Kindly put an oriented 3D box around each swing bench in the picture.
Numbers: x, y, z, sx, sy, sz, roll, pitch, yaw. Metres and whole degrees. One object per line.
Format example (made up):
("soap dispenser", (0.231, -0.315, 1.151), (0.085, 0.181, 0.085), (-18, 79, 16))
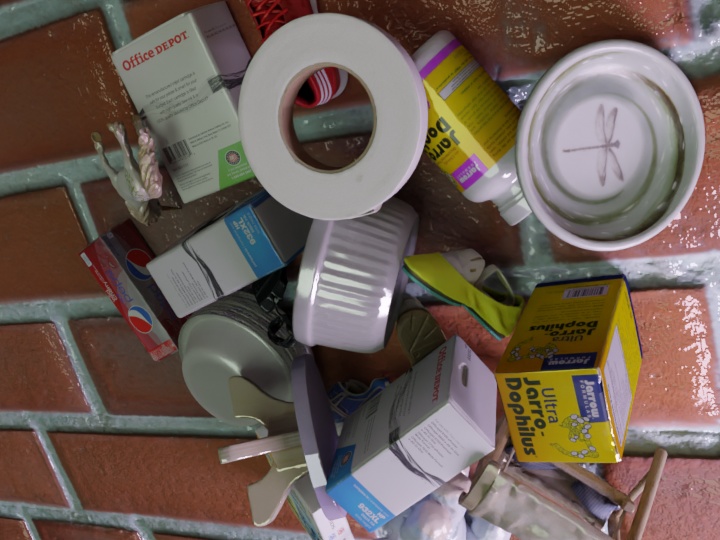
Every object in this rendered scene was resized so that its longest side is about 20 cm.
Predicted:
("swing bench", (0.234, 0.262, 0.948), (0.197, 0.200, 0.131), (31, 126, 9))

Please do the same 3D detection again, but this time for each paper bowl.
("paper bowl", (-0.170, 0.136, 1.133), (0.197, 0.105, 0.204), (17, 131, 21))

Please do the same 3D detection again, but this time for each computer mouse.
("computer mouse", (-0.102, 0.045, 1.034), (0.034, 0.201, 0.059), (34, 103, -28))

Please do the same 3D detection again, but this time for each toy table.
("toy table", (-0.096, 0.218, 1.011), (0.115, 0.184, 0.204), (-14, 68, 8))

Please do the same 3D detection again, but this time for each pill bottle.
("pill bottle", (0.120, -0.146, 0.852), (0.200, 0.104, 0.104), (47, 126, -2))

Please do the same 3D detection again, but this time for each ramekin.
("ramekin", (0.000, 0.000, 0.938), (0.103, 0.201, 0.203), (15, 122, 9))

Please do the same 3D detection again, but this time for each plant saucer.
("plant saucer", (0.242, -0.123, 0.802), (0.196, 0.050, 0.205), (-2, 100, -9))

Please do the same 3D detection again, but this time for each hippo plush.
("hippo plush", (0.127, 0.348, 1.065), (0.160, 0.159, 0.202), (35, 84, -8))

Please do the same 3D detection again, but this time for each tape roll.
("tape roll", (-0.029, -0.154, 0.816), (0.198, 0.037, 0.207), (4, 104, 16))

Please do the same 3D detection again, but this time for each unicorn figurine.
("unicorn figurine", (-0.285, -0.121, 1.023), (0.073, 0.200, 0.140), (-23, 104, -10))

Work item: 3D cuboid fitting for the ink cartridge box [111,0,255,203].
("ink cartridge box", (-0.194, -0.206, 0.995), (0.143, 0.084, 0.203), (-14, 109, 32))

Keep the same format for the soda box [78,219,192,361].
("soda box", (-0.324, 0.031, 1.195), (0.063, 0.070, 0.202), (-26, 101, 34))

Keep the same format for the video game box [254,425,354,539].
("video game box", (-0.070, 0.334, 1.152), (0.200, 0.046, 0.185), (38, 150, 52))

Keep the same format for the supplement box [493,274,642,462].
("supplement box", (0.230, 0.101, 0.866), (0.108, 0.200, 0.111), (-8, 112, 29))

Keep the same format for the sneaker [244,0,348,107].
("sneaker", (-0.087, -0.271, 0.880), (0.078, 0.116, 0.201), (-32, 102, 25))

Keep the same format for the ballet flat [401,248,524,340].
("ballet flat", (0.124, 0.014, 0.915), (0.067, 0.067, 0.199), (-49, 131, 9))

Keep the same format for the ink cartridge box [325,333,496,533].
("ink cartridge box", (0.063, 0.192, 0.955), (0.084, 0.146, 0.199), (44, 115, -11))

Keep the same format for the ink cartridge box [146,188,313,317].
("ink cartridge box", (-0.150, -0.037, 1.014), (0.198, 0.145, 0.085), (-24, 104, 34))

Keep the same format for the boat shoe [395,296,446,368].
("boat shoe", (0.101, 0.127, 1.041), (0.072, 0.063, 0.203), (-19, 110, 6))

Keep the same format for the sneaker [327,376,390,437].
("sneaker", (-0.026, 0.195, 1.139), (0.197, 0.075, 0.079), (-11, 85, 33))
